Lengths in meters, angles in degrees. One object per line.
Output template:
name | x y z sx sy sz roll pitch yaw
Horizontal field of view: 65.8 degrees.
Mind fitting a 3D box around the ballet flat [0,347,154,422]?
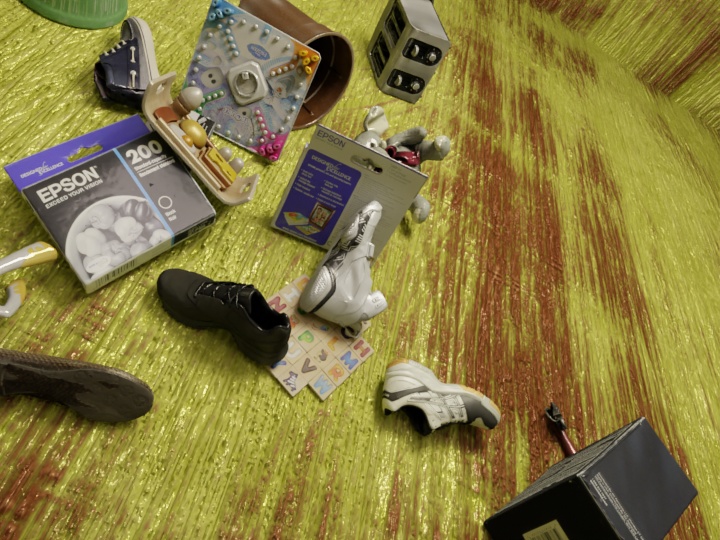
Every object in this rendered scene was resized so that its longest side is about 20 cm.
ballet flat | -0.326 0.120 0.609 0.195 0.069 0.046 14 16 -20

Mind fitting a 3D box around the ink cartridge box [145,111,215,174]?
ink cartridge box | -0.302 -0.180 0.868 0.092 0.044 0.203 23 47 -15

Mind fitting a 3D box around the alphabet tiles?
alphabet tiles | -0.071 0.093 0.831 0.167 0.006 0.199 46 44 7

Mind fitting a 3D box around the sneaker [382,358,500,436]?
sneaker | 0.116 0.210 0.830 0.196 0.076 0.089 24 61 -11

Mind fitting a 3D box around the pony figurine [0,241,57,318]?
pony figurine | -0.444 0.007 0.564 0.190 0.168 0.202 29 27 -13

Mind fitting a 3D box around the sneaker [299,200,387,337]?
sneaker | 0.000 0.000 0.859 0.114 0.075 0.203 35 78 -14

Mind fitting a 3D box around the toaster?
toaster | 0.113 -0.546 1.342 0.116 0.182 0.204 5 53 -27

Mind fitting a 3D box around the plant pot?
plant pot | -0.145 -0.417 1.070 0.198 0.202 0.199 -23 62 -43

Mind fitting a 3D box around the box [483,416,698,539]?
box | 0.313 0.326 0.761 0.195 0.201 0.125 -16 63 -40

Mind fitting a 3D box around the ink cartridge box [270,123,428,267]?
ink cartridge box | -0.020 -0.119 0.895 0.194 0.202 0.044 22 36 -17

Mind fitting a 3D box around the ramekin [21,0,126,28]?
ramekin | -0.506 -0.534 0.977 0.196 0.098 0.204 18 48 -21

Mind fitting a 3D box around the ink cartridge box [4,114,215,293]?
ink cartridge box | -0.327 -0.106 0.739 0.197 0.043 0.202 -35 86 -32

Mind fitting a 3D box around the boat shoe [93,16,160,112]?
boat shoe | -0.395 -0.354 0.922 0.091 0.075 0.204 1 56 -42

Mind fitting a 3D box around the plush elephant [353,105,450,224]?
plush elephant | 0.047 -0.209 1.049 0.152 0.168 0.199 8 21 -45

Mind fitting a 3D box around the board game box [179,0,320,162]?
board game box | -0.193 -0.316 0.943 0.196 0.203 0.026 24 18 -12

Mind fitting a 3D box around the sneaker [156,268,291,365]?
sneaker | -0.175 0.044 0.738 0.196 0.091 0.077 26 48 -5

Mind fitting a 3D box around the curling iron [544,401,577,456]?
curling iron | 0.356 0.316 0.920 0.049 0.025 0.204 37 30 -63

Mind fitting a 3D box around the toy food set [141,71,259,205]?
toy food set | -0.224 -0.196 0.818 0.201 0.060 0.144 50 11 -22
